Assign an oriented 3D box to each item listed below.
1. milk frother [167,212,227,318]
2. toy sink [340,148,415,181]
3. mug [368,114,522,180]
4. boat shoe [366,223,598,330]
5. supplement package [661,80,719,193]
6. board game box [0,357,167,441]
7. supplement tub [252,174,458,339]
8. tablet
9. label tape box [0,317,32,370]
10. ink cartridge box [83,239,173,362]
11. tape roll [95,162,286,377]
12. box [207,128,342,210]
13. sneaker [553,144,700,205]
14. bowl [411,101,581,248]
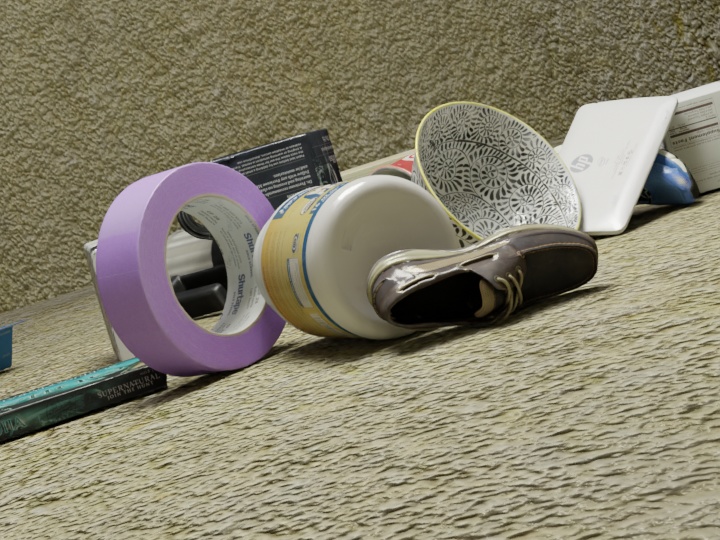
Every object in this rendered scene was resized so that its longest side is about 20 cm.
[{"bbox_3d":[-0.208,-0.045,2.150,0.188,0.201,0.180,-13,11,41],"label":"milk frother"},{"bbox_3d":[0.049,-0.092,2.194,0.199,0.131,0.112,-17,5,-14],"label":"toy sink"},{"bbox_3d":[0.103,-0.113,1.898,0.177,0.134,0.200,32,47,32],"label":"mug"},{"bbox_3d":[0.106,0.016,1.322,0.199,0.075,0.073,-13,31,0],"label":"boat shoe"},{"bbox_3d":[0.446,-0.168,1.821,0.199,0.111,0.156,-16,6,9],"label":"supplement package"},{"bbox_3d":[-0.295,0.128,1.561,0.199,0.028,0.135,-18,5,-14],"label":"board game box"},{"bbox_3d":[-0.011,-0.010,1.454,0.144,0.145,0.200,-19,6,-22],"label":"supplement tub"},{"bbox_3d":[0.263,-0.115,1.728,0.130,0.014,0.200,-2,48,40],"label":"tablet"},{"bbox_3d":[-0.561,0.130,2.171,0.199,0.064,0.144,-14,6,31],"label":"label tape box"},{"bbox_3d":[-0.265,0.029,1.845,0.085,0.146,0.200,-17,6,-9],"label":"ink cartridge box"},{"bbox_3d":[-0.157,0.000,1.515,0.066,0.201,0.200,-11,8,42],"label":"tape roll"},{"bbox_3d":[-0.078,-0.056,1.857,0.124,0.197,0.200,-15,5,7],"label":"box"},{"bbox_3d":[0.284,-0.085,1.756,0.199,0.079,0.089,4,53,40],"label":"sneaker"},{"bbox_3d":[0.126,-0.072,1.672,0.200,0.201,0.094,-22,-22,-41],"label":"bowl"}]
